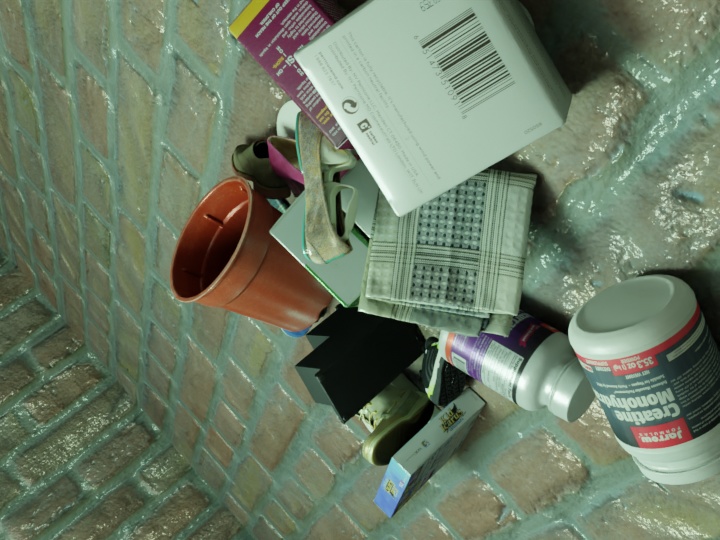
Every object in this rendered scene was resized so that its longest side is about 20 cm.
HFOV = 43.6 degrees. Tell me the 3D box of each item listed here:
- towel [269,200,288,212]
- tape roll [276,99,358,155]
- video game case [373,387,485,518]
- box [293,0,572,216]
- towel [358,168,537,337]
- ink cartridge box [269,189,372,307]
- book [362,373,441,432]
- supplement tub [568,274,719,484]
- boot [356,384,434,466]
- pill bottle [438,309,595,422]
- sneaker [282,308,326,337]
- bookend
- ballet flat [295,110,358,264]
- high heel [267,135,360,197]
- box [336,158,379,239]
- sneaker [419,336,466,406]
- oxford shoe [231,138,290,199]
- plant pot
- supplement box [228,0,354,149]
[{"bbox_3d":[-0.113,-0.036,1.585,0.200,0.022,0.147,53,151,1],"label":"towel"},{"bbox_3d":[-0.041,-0.167,1.312,0.203,0.037,0.203,35,147,27],"label":"tape roll"},{"bbox_3d":[0.109,0.300,1.475,0.045,0.181,0.200,41,150,18],"label":"video game case"},{"bbox_3d":[0.078,-0.197,0.912,0.200,0.131,0.199,-29,101,25],"label":"box"},{"bbox_3d":[0.101,-0.027,1.069,0.192,0.035,0.200,9,93,11],"label":"towel"},{"bbox_3d":[-0.020,-0.027,1.215,0.147,0.083,0.200,44,-173,10],"label":"ink cartridge box"},{"bbox_3d":[0.073,0.271,1.642,0.134,0.048,0.200,44,149,15],"label":"book"},{"bbox_3d":[0.329,0.119,0.992,0.140,0.140,0.200,-3,121,56],"label":"supplement tub"},{"bbox_3d":[0.016,0.237,1.480,0.154,0.200,0.072,20,118,25],"label":"boot"},{"bbox_3d":[0.212,0.115,1.189,0.200,0.111,0.112,30,145,33],"label":"pill bottle"},{"bbox_3d":[-0.104,0.066,1.534,0.111,0.077,0.200,-108,20,-46],"label":"sneaker"},{"bbox_3d":[-0.030,0.146,1.484,0.199,0.200,0.092,-3,120,56],"label":"bookend"},{"bbox_3d":[-0.035,-0.107,1.087,0.067,0.068,0.201,-9,80,25],"label":"ballet flat"},{"bbox_3d":[-0.064,-0.159,1.252,0.096,0.067,0.200,60,157,-15],"label":"high heel"},{"bbox_3d":[0.070,-0.057,1.158,0.200,0.097,0.124,47,-172,9],"label":"box"},{"bbox_3d":[0.122,0.128,1.375,0.083,0.072,0.200,54,148,33],"label":"sneaker"},{"bbox_3d":[-0.155,-0.176,1.425,0.200,0.070,0.075,41,133,54],"label":"oxford shoe"},{"bbox_3d":[-0.148,-0.010,1.354,0.195,0.201,0.201,28,167,-34],"label":"plant pot"},{"bbox_3d":[-0.039,-0.251,1.085,0.103,0.131,0.200,-44,82,18],"label":"supplement box"}]
